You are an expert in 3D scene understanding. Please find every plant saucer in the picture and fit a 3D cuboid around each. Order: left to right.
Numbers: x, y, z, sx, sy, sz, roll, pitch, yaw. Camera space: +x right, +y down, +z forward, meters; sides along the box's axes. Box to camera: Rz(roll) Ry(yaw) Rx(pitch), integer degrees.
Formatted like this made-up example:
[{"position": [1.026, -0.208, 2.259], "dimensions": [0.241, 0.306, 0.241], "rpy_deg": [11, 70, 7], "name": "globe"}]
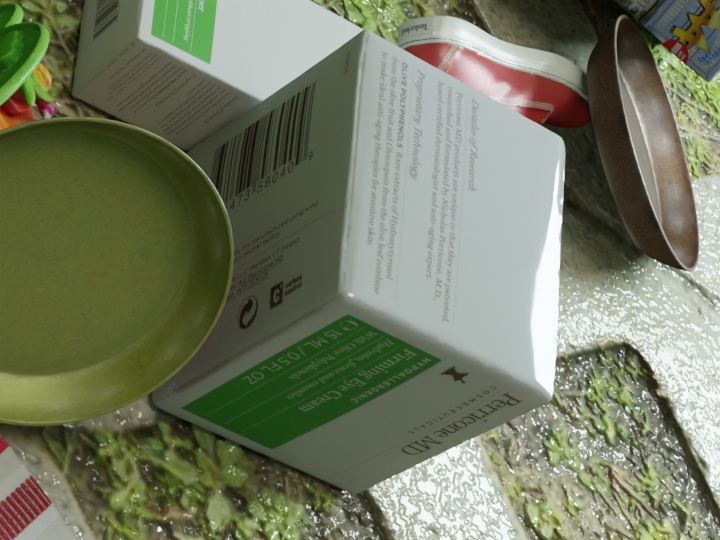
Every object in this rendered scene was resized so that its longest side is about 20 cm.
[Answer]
[{"position": [-0.171, -0.004, 1.397], "dimensions": [0.200, 0.200, 0.031], "rpy_deg": [27, 20, -30], "name": "plant saucer"}, {"position": [0.211, -0.093, 1.878], "dimensions": [0.200, 0.034, 0.201], "rpy_deg": [-14, 90, -72], "name": "plant saucer"}]

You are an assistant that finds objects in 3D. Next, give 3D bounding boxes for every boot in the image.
[{"position": [0.100, -0.092, 1.810], "dimensions": [0.200, 0.072, 0.144], "rpy_deg": [13, 72, -46], "name": "boot"}]

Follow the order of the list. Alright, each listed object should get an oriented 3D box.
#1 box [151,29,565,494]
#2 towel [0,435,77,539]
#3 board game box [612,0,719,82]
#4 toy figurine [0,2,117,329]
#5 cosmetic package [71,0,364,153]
[{"position": [0.000, 0.000, 1.556], "dimensions": [0.171, 0.199, 0.200], "rpy_deg": [26, 53, -31], "name": "box"}, {"position": [-0.215, 0.169, 1.390], "dimensions": [0.200, 0.023, 0.144], "rpy_deg": [54, 40, -7], "name": "towel"}, {"position": [0.222, -0.226, 1.922], "dimensions": [0.200, 0.062, 0.200], "rpy_deg": [36, 10, -22], "name": "board game box"}, {"position": [-0.195, -0.041, 1.481], "dimensions": [0.184, 0.150, 0.200], "rpy_deg": [55, 16, -23], "name": "toy figurine"}, {"position": [-0.083, -0.133, 1.642], "dimensions": [0.200, 0.085, 0.108], "rpy_deg": [24, 51, -30], "name": "cosmetic package"}]
